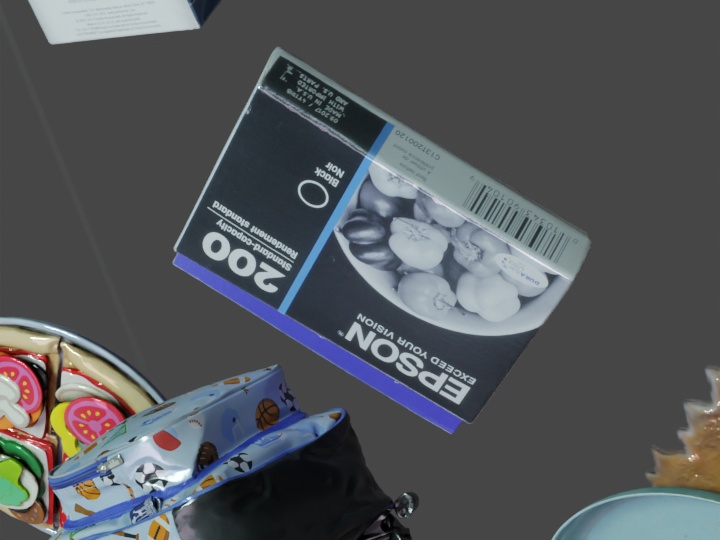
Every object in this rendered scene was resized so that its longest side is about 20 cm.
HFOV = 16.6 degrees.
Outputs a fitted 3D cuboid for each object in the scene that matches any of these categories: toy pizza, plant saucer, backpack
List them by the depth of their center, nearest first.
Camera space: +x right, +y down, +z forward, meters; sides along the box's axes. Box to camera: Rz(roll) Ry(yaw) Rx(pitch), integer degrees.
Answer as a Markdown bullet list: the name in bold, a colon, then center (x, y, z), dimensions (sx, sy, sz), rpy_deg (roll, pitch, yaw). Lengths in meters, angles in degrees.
- **plant saucer**: center (0.203, 0.194, 1.433), dimensions (0.200, 0.027, 0.200), rpy_deg (15, 134, 16)
- **backpack**: center (-0.102, 0.153, 1.452), dimensions (0.190, 0.200, 0.154), rpy_deg (-33, 81, 36)
- **toy pizza**: center (-0.195, 0.113, 1.578), dimensions (0.200, 0.032, 0.201), rpy_deg (16, 135, 16)

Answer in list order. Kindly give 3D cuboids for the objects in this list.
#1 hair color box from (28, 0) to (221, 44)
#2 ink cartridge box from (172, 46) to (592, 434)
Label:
- **hair color box**: center (-0.145, -0.214, 1.231), dimensions (0.100, 0.061, 0.200), rpy_deg (-3, 128, 31)
- **ink cartridge box**: center (0.000, 0.000, 1.359), dimensions (0.198, 0.043, 0.200), rpy_deg (31, 138, 0)
